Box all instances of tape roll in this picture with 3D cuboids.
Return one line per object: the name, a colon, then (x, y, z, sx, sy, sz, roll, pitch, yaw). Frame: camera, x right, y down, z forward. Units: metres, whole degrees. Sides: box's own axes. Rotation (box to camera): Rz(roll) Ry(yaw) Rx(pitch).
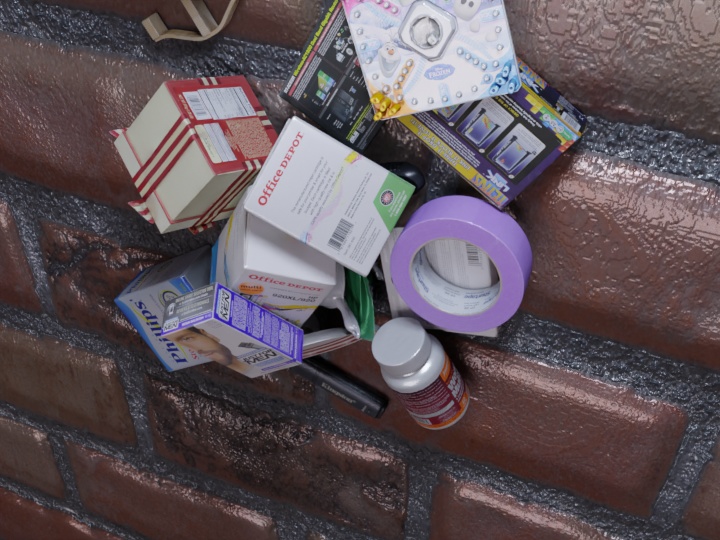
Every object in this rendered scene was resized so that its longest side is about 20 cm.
tape roll: (0.146, -0.007, 1.252, 0.199, 0.066, 0.201, 12, 130, 15)

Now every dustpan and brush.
dustpan and brush: (-0.050, 0.030, 1.401, 0.057, 0.201, 0.140, 1, 139, -25)

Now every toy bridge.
toy bridge: (-0.234, -0.372, 1.248, 0.199, 0.027, 0.067, -15, 118, 36)

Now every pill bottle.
pill bottle: (0.099, 0.169, 1.406, 0.109, 0.110, 0.200, -2, 142, 29)

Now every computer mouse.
computer mouse: (0.010, -0.143, 1.303, 0.199, 0.034, 0.059, 6, 149, 30)

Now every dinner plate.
dinner plate: (-0.085, 0.127, 1.461, 0.200, 0.200, 0.024, -25, 75, 38)

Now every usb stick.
usb stick: (-0.043, 0.213, 1.602, 0.199, 0.033, 0.056, 29, 132, 4)

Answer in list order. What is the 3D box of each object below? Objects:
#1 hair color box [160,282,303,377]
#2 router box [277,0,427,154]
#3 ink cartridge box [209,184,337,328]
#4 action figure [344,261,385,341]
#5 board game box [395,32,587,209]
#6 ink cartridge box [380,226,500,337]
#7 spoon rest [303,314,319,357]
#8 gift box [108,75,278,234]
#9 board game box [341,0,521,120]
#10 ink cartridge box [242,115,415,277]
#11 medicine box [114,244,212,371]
hair color box: (-0.189, 0.095, 1.297, 0.109, 0.065, 0.200, -19, 144, 31)
router box: (-0.006, -0.277, 1.179, 0.150, 0.062, 0.200, 36, 133, -3)
ink cartridge box: (-0.137, -0.009, 1.325, 0.147, 0.145, 0.200, 11, 148, -21)
action figure: (0.000, 0.000, 1.384, 0.118, 0.054, 0.201, 33, 132, 55)
board game box: (0.172, -0.203, 1.149, 0.200, 0.057, 0.165, 40, 135, -5)
ink cartridge box: (0.125, 0.007, 1.345, 0.175, 0.045, 0.201, 5, 126, 24)
spoon rest: (-0.119, 0.075, 1.506, 0.060, 0.100, 0.200, -14, 134, 12)
gift box: (-0.254, -0.173, 1.276, 0.187, 0.200, 0.185, -38, 73, 41)
board game box: (0.081, -0.296, 1.066, 0.199, 0.026, 0.201, -7, 115, 24)
ink cartridge box: (-0.048, -0.103, 1.207, 0.199, 0.084, 0.145, 29, 90, -11)
medicine box: (-0.318, 0.074, 1.589, 0.199, 0.103, 0.183, -18, 115, 35)
